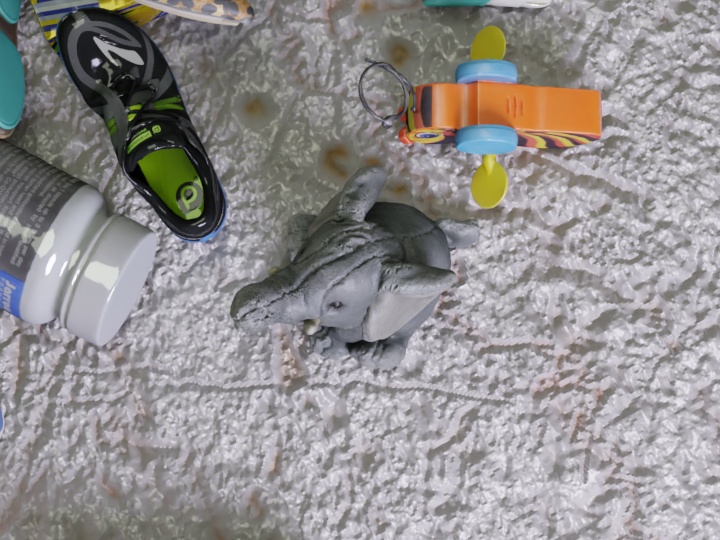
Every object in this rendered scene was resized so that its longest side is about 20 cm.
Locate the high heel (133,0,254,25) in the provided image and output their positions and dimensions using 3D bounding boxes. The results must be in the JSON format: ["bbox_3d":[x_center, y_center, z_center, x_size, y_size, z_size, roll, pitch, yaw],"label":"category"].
[{"bbox_3d":[-0.148,-0.272,1.484,0.199,0.071,0.144,26,103,14],"label":"high heel"}]

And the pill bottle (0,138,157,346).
[{"bbox_3d":[-0.260,-0.030,1.508,0.199,0.114,0.115,27,83,7],"label":"pill bottle"}]

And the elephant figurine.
[{"bbox_3d":[0.000,0.000,1.447,0.140,0.200,0.157,17,81,6],"label":"elephant figurine"}]

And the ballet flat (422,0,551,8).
[{"bbox_3d":[0.143,-0.245,1.553,0.199,0.067,0.071,-36,95,-2],"label":"ballet flat"}]

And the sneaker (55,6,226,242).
[{"bbox_3d":[-0.159,-0.112,1.515,0.070,0.083,0.201,-30,95,-3],"label":"sneaker"}]

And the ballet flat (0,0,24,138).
[{"bbox_3d":[-0.294,-0.179,1.546,0.065,0.071,0.202,-15,54,18],"label":"ballet flat"}]

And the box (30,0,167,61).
[{"bbox_3d":[-0.160,-0.240,1.564,0.198,0.064,0.071,-24,81,-1],"label":"box"}]

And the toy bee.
[{"bbox_3d":[0.078,-0.126,1.527,0.199,0.109,0.132,27,73,-18],"label":"toy bee"}]

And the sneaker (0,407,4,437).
[{"bbox_3d":[-0.347,0.056,1.497,0.080,0.115,0.200,-42,81,-6],"label":"sneaker"}]
